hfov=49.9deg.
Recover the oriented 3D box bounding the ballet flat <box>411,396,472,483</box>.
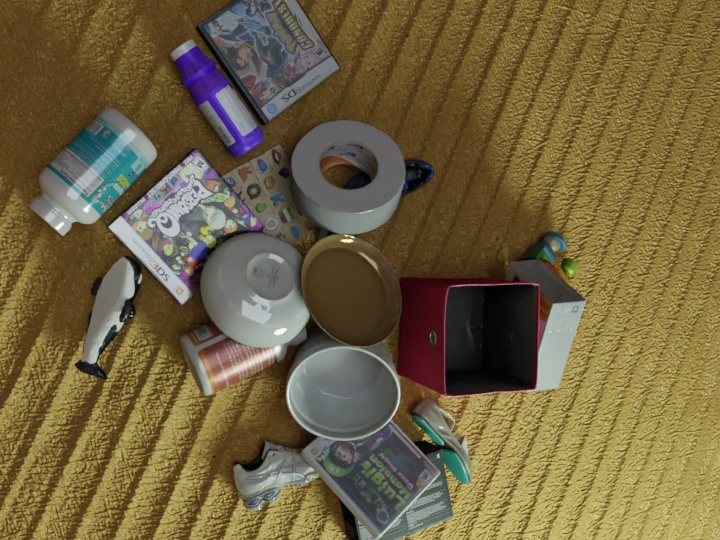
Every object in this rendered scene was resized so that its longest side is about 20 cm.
[{"bbox_3d":[0.175,0.331,1.519,0.064,0.067,0.201,-44,109,-26],"label":"ballet flat"}]

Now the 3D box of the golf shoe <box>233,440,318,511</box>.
[{"bbox_3d":[-0.134,0.343,1.387,0.199,0.078,0.098,-25,96,-21],"label":"golf shoe"}]

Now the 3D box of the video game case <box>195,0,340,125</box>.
[{"bbox_3d":[-0.158,-0.389,1.359,0.180,0.025,0.201,-40,107,-16],"label":"video game case"}]

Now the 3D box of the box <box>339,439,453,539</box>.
[{"bbox_3d":[0.064,0.425,1.470,0.198,0.079,0.143,-13,100,-21],"label":"box"}]

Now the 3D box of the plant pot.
[{"bbox_3d":[-0.018,0.036,1.307,0.199,0.027,0.202,15,60,-28],"label":"plant pot"}]

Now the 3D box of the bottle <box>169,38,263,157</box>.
[{"bbox_3d":[-0.243,-0.289,1.299,0.065,0.083,0.201,-38,105,-16],"label":"bottle"}]

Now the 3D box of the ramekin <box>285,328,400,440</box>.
[{"bbox_3d":[-0.031,0.190,1.367,0.198,0.105,0.202,-1,117,-1],"label":"ramekin"}]

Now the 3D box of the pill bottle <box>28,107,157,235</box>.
[{"bbox_3d":[-0.424,-0.151,1.216,0.111,0.111,0.200,45,77,-18],"label":"pill bottle"}]

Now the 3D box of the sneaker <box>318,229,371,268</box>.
[{"bbox_3d":[0.000,0.000,1.412,0.078,0.091,0.200,-43,107,-14],"label":"sneaker"}]

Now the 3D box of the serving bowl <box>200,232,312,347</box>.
[{"bbox_3d":[-0.159,0.022,1.275,0.198,0.066,0.202,11,63,-22],"label":"serving bowl"}]

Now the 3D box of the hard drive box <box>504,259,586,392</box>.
[{"bbox_3d":[0.334,0.105,1.484,0.076,0.156,0.202,-4,120,-22],"label":"hard drive box"}]

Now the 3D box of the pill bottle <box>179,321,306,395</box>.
[{"bbox_3d":[-0.198,0.123,1.325,0.199,0.112,0.113,-24,102,-19],"label":"pill bottle"}]

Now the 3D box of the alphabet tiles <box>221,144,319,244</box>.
[{"bbox_3d":[-0.161,-0.121,1.384,0.199,0.006,0.167,-32,104,-18],"label":"alphabet tiles"}]

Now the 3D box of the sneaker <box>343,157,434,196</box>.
[{"bbox_3d":[0.051,-0.162,1.430,0.199,0.078,0.076,-28,102,-19],"label":"sneaker"}]

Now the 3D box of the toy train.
[{"bbox_3d":[0.414,0.025,1.598,0.200,0.084,0.116,50,62,-17],"label":"toy train"}]

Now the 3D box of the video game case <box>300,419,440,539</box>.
[{"bbox_3d":[0.021,0.348,1.395,0.200,0.023,0.181,45,51,13],"label":"video game case"}]

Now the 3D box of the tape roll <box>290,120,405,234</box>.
[{"bbox_3d":[-0.023,-0.164,1.347,0.198,0.066,0.202,3,59,-6],"label":"tape roll"}]

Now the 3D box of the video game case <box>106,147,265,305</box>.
[{"bbox_3d":[-0.293,-0.074,1.311,0.200,0.036,0.182,-44,108,-12],"label":"video game case"}]

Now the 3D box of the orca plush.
[{"bbox_3d":[-0.392,0.078,1.266,0.071,0.105,0.202,17,83,-54],"label":"orca plush"}]

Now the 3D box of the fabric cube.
[{"bbox_3d":[0.195,0.114,1.442,0.198,0.199,0.198,0,94,-23],"label":"fabric cube"}]
